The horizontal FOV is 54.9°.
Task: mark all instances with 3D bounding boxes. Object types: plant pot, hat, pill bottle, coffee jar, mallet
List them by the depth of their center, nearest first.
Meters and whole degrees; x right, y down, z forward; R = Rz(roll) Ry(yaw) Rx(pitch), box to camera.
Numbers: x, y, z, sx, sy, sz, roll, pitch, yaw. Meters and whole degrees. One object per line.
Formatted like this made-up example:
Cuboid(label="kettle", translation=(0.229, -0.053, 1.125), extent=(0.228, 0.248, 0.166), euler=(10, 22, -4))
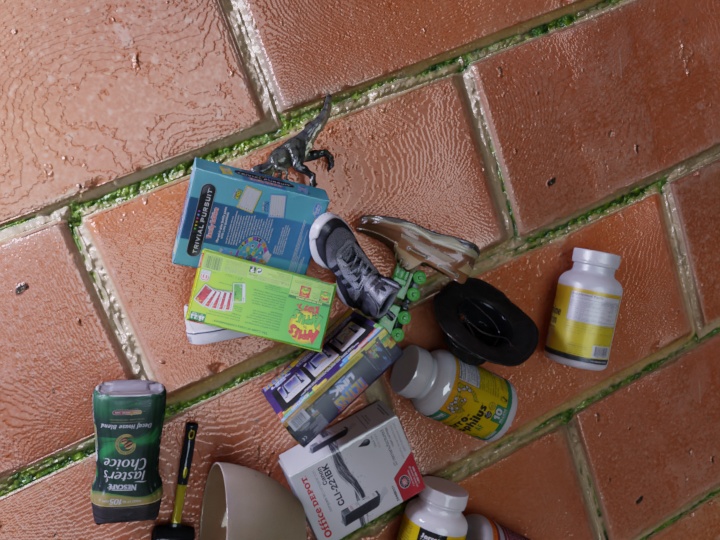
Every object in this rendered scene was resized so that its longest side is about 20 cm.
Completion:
Cuboid(label="coffee jar", translation=(-0.339, 0.267, 1.013), extent=(0.103, 0.085, 0.203), euler=(1, 97, -19))
Cuboid(label="plant pot", translation=(-0.156, 0.391, 1.034), extent=(0.133, 0.200, 0.203), euler=(7, 95, -23))
Cuboid(label="mallet", translation=(-0.286, 0.336, 1.069), extent=(0.065, 0.041, 0.203), euler=(2, 92, -22))
Cuboid(label="hat", translation=(0.196, 0.106, 1.153), extent=(0.198, 0.202, 0.081), euler=(11, 128, -20))
Cuboid(label="pill bottle", translation=(0.154, 0.200, 1.157), extent=(0.198, 0.113, 0.114), euler=(27, 88, -21))
Cuboid(label="pill bottle", translation=(0.117, 0.463, 1.179), extent=(0.111, 0.112, 0.203), euler=(14, 92, -20))
Cuboid(label="pill bottle", translation=(0.397, 0.066, 1.223), extent=(0.111, 0.112, 0.203), euler=(9, 94, -19))
Cuboid(label="pill bottle", translation=(0.260, 0.522, 1.235), extent=(0.199, 0.113, 0.114), euler=(30, 87, -19))

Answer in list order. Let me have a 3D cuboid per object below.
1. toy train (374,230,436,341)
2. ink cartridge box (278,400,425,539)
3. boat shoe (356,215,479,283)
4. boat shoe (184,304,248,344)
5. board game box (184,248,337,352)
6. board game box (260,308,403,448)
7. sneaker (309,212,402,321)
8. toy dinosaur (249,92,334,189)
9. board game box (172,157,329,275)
Cuboid(label="toy train", translation=(0.074, 0.023, 1.146), extent=(0.056, 0.042, 0.202), euler=(21, 89, -7))
Cuboid(label="ink cartridge box", translation=(-0.014, 0.330, 1.132), extent=(0.198, 0.084, 0.146), euler=(-26, 105, -12))
Cuboid(label="boat shoe", translation=(0.086, -0.033, 1.094), extent=(0.198, 0.076, 0.075), euler=(18, 89, 8))
Cuboid(label="boat shoe", translation=(-0.168, 0.057, 1.055), extent=(0.197, 0.072, 0.067), euler=(-11, 105, -9))
Cuboid(label="board game box", translation=(-0.142, 0.044, 1.001), extent=(0.198, 0.048, 0.103), euler=(15, 86, -16))
Cuboid(label="board game box", translation=(-0.048, 0.156, 1.054), extent=(0.200, 0.165, 0.057), euler=(-41, 106, -9))
Cuboid(label="sneaker", translation=(0.000, 0.000, 1.042), extent=(0.076, 0.113, 0.201), euler=(-45, 138, -18))
Cuboid(label="toy dinosaur", translation=(-0.086, -0.175, 1.064), extent=(0.088, 0.047, 0.200), euler=(46, 78, -12))
Cuboid(label="board game box", translation=(-0.162, -0.066, 1.024), extent=(0.198, 0.047, 0.152), euler=(12, 114, -19))
